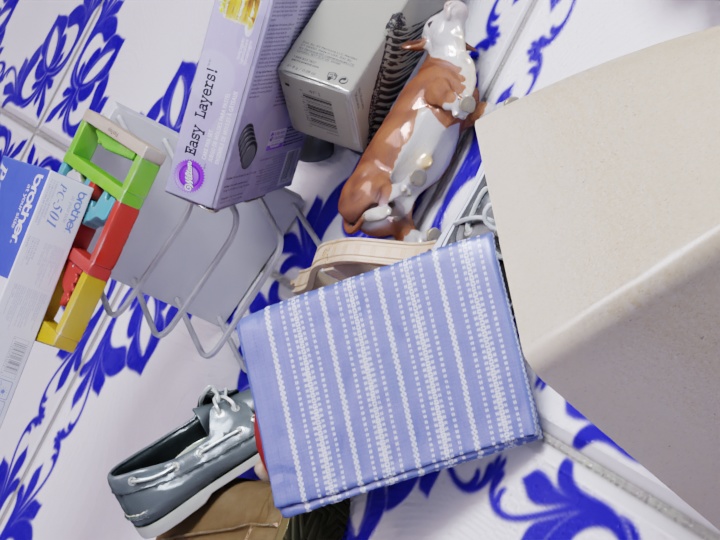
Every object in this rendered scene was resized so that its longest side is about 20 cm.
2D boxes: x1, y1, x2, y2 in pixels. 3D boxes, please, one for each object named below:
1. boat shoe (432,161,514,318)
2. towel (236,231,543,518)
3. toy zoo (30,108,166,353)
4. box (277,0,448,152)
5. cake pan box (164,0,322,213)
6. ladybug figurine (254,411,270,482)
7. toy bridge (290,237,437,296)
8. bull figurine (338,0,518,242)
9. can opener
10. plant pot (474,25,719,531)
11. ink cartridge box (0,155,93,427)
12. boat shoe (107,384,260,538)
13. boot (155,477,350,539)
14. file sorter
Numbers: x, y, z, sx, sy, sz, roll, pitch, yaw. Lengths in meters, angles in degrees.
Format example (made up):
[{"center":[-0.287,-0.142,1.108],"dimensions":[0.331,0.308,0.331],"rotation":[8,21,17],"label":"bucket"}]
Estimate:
[{"center":[0.101,-0.023,1.295],"dimensions":[0.200,0.073,0.068],"rotation":[-61,12,-17],"label":"boat shoe"},{"center":[0.016,0.072,1.272],"dimensions":[0.199,0.024,0.146],"rotation":[-19,75,20],"label":"towel"},{"center":[-0.227,-0.020,1.495],"dimensions":[0.131,0.020,0.201],"rotation":[30,96,56],"label":"toy zoo"},{"center":[0.014,-0.198,1.518],"dimensions":[0.068,0.082,0.201],"rotation":[20,63,21],"label":"box"},{"center":[-0.077,-0.150,1.514],"dimensions":[0.200,0.052,0.185],"rotation":[-30,-41,-70],"label":"cake pan box"},{"center":[-0.005,0.074,1.347],"dimensions":[0.200,0.072,0.136],"rotation":[-44,27,1],"label":"ladybug figurine"},{"center":[0.000,0.000,1.452],"dimensions":[0.200,0.067,0.027],"rotation":[-11,56,55],"label":"toy bridge"},{"center":[0.053,-0.109,1.457],"dimensions":[0.201,0.065,0.121],"rotation":[-63,28,0],"label":"bull figurine"},{"center":[-0.012,-0.118,1.608],"dimensions":[0.200,0.052,0.067],"rotation":[-155,58,-64],"label":"can opener"},{"center":[0.201,-0.013,1.010],"dimensions":[0.177,0.200,0.200],"rotation":[-34,37,22],"label":"plant pot"},{"center":[-0.282,0.015,1.491],"dimensions":[0.094,0.044,0.201],"rotation":[17,85,55],"label":"ink cartridge box"},{"center":[-0.108,0.123,1.472],"dimensions":[0.200,0.062,0.073],"rotation":[-39,17,-5],"label":"boat shoe"},{"center":[-0.098,0.233,1.426],"dimensions":[0.200,0.066,0.176],"rotation":[-14,42,54],"label":"boot"},{"center":[-0.146,-0.018,1.580],"dimensions":[0.139,0.199,0.125],"rotation":[-55,33,15],"label":"file sorter"}]
